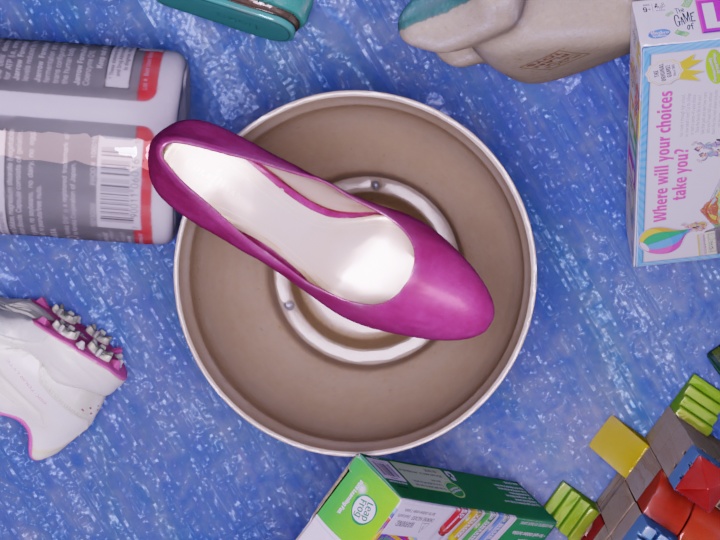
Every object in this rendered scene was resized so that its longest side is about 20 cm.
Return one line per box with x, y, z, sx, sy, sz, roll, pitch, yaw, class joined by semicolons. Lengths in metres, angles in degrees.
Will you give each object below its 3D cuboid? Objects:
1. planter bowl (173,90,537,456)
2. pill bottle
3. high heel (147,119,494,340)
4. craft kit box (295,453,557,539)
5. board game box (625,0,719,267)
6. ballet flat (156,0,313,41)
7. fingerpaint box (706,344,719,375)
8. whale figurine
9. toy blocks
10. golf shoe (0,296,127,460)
0.000;0.000;1.307;0.200;0.135;0.201;0;92;3;planter bowl
-0.202;-0.077;1.310;0.200;0.114;0.114;4;99;0;pill bottle
-0.020;-0.020;1.192;0.200;0.096;0.067;34;93;3;high heel
0.002;0.201;1.314;0.049;0.200;0.198;46;105;29;craft kit box
0.220;-0.080;1.285;0.134;0.034;0.200;-6;144;0;board game box
-0.123;-0.188;1.325;0.200;0.067;0.071;13;75;-2;ballet flat
0.295;0.044;1.288;0.167;0.200;0.073;-36;97;6;fingerpaint box
0.099;-0.164;1.261;0.159;0.200;0.104;-19;84;39;whale figurine
0.166;0.168;1.339;0.100;0.137;0.200;35;98;-6;toy blocks
-0.241;0.039;1.351;0.200;0.075;0.092;31;101;-4;golf shoe
